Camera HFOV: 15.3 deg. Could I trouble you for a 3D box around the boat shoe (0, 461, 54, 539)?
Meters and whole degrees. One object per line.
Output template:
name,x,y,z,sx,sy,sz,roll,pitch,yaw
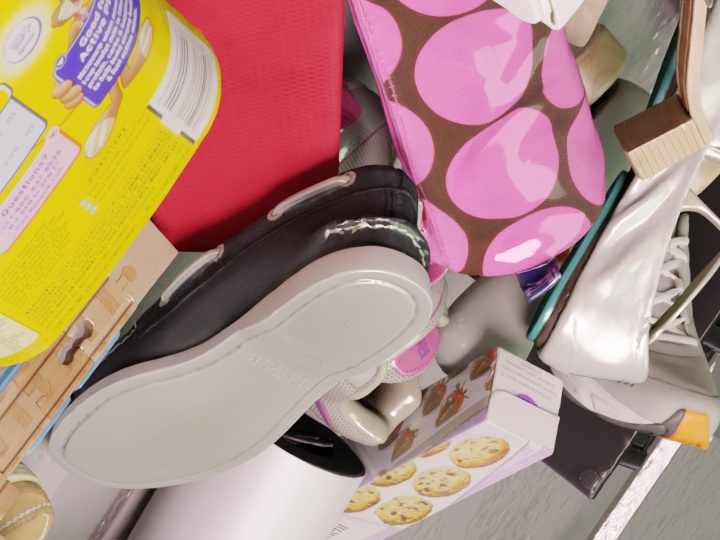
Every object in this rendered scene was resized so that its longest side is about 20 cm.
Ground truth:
boat shoe,-0.181,0.147,1.016,0.200,0.076,0.072,-37,152,-36

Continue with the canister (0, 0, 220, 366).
canister,-0.131,-0.055,0.825,0.149,0.086,0.200,-54,158,-1

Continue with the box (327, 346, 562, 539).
box,0.017,0.091,1.230,0.200,0.041,0.039,-32,-142,48

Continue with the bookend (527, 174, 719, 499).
bookend,0.180,0.030,1.529,0.201,0.092,0.199,-55,157,4

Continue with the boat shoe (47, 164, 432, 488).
boat shoe,-0.047,0.025,1.065,0.199,0.061,0.075,-27,135,32

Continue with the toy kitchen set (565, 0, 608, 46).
toy kitchen set,0.175,-0.184,1.160,0.163,0.199,0.181,-101,-146,-62

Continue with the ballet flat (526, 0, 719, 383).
ballet flat,0.141,-0.041,1.180,0.201,0.069,0.069,-64,157,0

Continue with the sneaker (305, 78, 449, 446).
sneaker,0.000,0.000,1.147,0.081,0.088,0.201,-42,154,-26

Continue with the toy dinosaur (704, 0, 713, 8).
toy dinosaur,0.113,-0.164,0.980,0.077,0.102,0.201,43,40,-54

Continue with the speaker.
speaker,-0.078,0.152,1.215,0.201,0.081,0.081,-60,156,12

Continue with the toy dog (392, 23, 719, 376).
toy dog,0.083,-0.025,1.269,0.199,0.133,0.096,-30,179,-31

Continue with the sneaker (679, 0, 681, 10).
sneaker,0.229,-0.197,1.338,0.200,0.074,0.116,-52,160,-2

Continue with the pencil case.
pencil case,0.035,-0.087,1.043,0.093,0.091,0.201,-27,128,-8

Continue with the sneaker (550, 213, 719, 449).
sneaker,0.134,0.008,1.323,0.075,0.200,0.092,16,113,-25

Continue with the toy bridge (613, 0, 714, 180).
toy bridge,0.098,-0.134,1.070,0.067,0.027,0.201,-26,117,6

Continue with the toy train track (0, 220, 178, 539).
toy train track,-0.140,0.059,1.015,0.115,0.032,0.200,48,64,-26

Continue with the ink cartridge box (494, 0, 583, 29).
ink cartridge box,0.065,-0.207,0.915,0.200,0.144,0.084,-51,155,-8

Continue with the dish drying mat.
dish drying mat,-0.045,-0.074,0.999,0.201,0.076,0.018,92,0,-52
